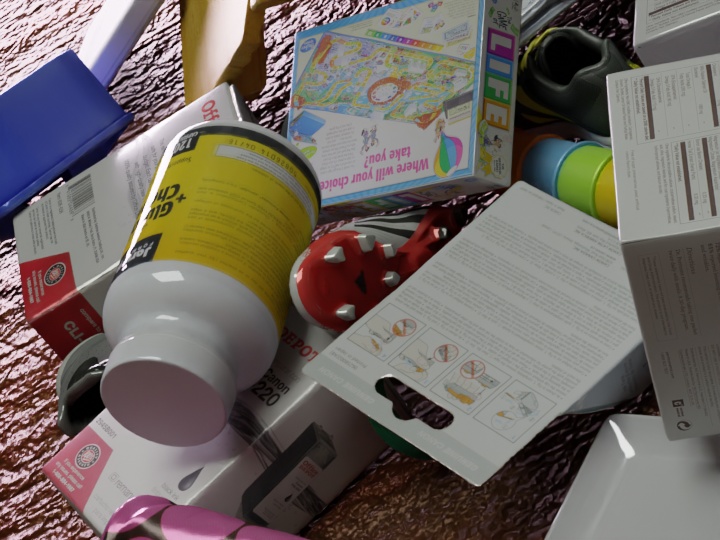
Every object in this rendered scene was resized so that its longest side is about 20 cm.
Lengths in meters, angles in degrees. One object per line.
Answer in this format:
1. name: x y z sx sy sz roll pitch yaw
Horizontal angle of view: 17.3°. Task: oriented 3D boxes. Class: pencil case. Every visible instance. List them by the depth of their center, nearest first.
1. pencil case: -0.056 0.197 1.370 0.199 0.091 0.094 11 71 28

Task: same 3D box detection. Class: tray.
1. tray: 0.201 0.132 1.312 0.199 0.022 0.108 2 51 41

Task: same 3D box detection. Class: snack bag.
1. snack bag: 0.133 -0.193 1.667 0.200 0.021 0.189 -38 6 -1

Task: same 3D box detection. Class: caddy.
1. caddy: -0.265 -0.083 1.862 0.141 0.105 0.200 -30 9 49

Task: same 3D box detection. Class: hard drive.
1. hard drive: -0.190 -0.218 1.954 0.200 0.026 0.132 -49 20 44

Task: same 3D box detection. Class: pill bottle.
1. pill bottle: -0.097 0.008 1.486 0.112 0.112 0.200 -14 40 29

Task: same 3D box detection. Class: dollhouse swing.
1. dollhouse swing: -0.031 -0.222 1.821 0.200 0.175 0.183 132 137 -60

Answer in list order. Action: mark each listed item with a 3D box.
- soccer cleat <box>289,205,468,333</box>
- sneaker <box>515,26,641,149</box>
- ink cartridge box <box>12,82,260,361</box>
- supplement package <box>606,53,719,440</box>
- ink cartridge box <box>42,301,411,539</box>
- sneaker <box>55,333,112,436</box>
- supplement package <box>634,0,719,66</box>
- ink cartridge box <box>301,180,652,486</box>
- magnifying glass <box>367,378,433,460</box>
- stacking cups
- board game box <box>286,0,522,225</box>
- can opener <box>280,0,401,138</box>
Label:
1. soccer cleat: 0.000 0.000 1.535 0.085 0.069 0.200 -9 9 33
2. sneaker: 0.137 -0.133 1.607 0.075 0.085 0.200 -49 31 -16
3. ink cartridge box: -0.147 -0.028 1.738 0.200 0.084 0.145 -32 35 9
4. supplement package: 0.249 -0.025 1.301 0.199 0.152 0.151 -10 40 11
5. ink cartridge box: -0.086 0.113 1.527 0.200 0.085 0.146 -42 36 -10
6. sneaker: -0.129 0.053 1.618 0.200 0.075 0.116 -40 12 12
7. supplement package: 0.270 -0.174 1.474 0.150 0.152 0.201 -18 39 25
8. ink cartridge box: 0.090 0.044 1.435 0.200 0.057 0.162 -44 48 -19
9. magnifying glass: 0.061 0.042 1.505 0.022 0.079 0.200 -49 7 49
10. stacking cups: 0.132 -0.059 1.560 0.200 0.061 0.061 15 60 51
11. board game box: 0.025 -0.110 1.585 0.200 0.034 0.135 -9 72 49
12. can opener: 0.007 -0.138 1.679 0.200 0.067 0.053 -55 50 39
